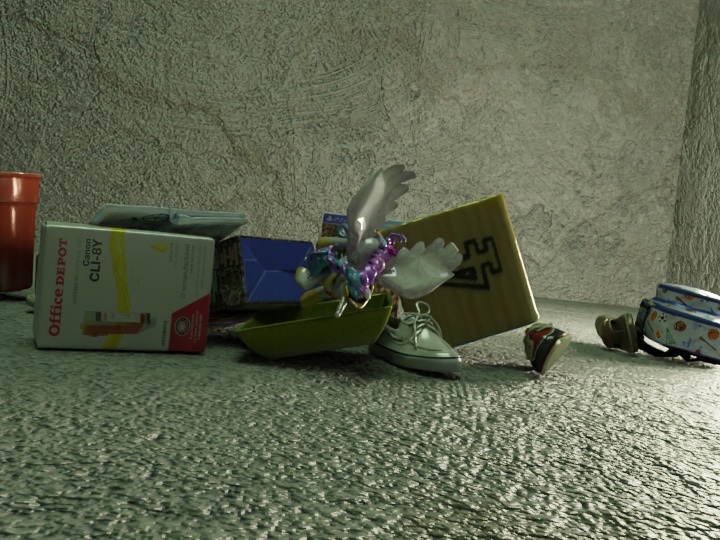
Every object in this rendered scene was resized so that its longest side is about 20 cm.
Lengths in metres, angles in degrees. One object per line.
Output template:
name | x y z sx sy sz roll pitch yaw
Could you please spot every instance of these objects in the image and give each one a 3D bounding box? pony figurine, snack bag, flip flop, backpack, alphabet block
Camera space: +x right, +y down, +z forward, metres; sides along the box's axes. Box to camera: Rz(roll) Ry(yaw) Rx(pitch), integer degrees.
pony figurine | 0.007 -0.016 0.895 0.167 0.193 0.200 52 -16 -17
snack bag | -0.281 -0.050 0.967 0.198 0.022 0.188 2 -15 -37
flip flop | 0.519 0.128 1.464 0.057 0.082 0.200 -11 2 -3
backpack | 0.656 0.110 1.410 0.198 0.156 0.191 9 13 7
alphabet block | 0.151 0.004 1.136 0.194 0.202 0.195 -17 1 1

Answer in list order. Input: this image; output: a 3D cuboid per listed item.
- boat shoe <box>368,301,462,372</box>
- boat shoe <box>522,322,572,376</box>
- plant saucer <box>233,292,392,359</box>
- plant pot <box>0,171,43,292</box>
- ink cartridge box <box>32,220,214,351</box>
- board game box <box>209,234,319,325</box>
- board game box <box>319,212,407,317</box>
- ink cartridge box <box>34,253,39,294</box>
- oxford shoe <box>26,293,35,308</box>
boat shoe | 0.076 0.087 0.991 0.074 0.087 0.202 5 2 -25
boat shoe | 0.267 0.107 1.040 0.062 0.071 0.200 40 7 15
plant saucer | -0.052 0.075 0.955 0.198 0.048 0.200 -9 3 2
plant pot | -0.641 -0.063 1.203 0.198 0.198 0.201 -1 5 0
ink cartridge box | -0.291 0.022 0.875 0.198 0.147 0.083 4 3 -26
board game box | -0.188 0.021 1.084 0.199 0.098 0.159 -15 -11 37
board game box | 0.000 0.000 1.342 0.157 0.202 0.097 6 2 0
ink cartridge box | -0.452 -0.001 1.199 0.145 0.084 0.199 4 -13 -36
oxford shoe | -0.415 0.044 1.093 0.198 0.058 0.075 5 4 6
